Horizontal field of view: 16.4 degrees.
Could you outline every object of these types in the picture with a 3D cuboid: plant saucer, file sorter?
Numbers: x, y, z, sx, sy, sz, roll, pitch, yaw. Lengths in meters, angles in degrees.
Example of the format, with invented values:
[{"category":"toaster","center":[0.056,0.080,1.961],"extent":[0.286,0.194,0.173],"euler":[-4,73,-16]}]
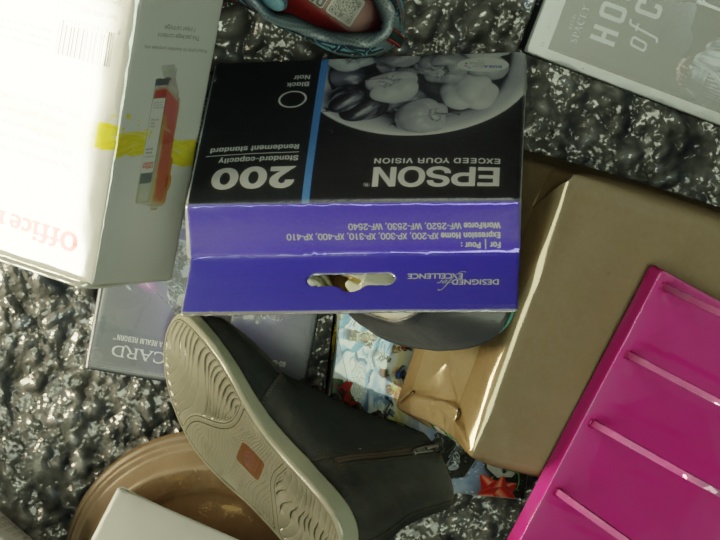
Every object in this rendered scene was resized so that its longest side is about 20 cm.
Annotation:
[{"category":"plant saucer","center":[-0.094,0.200,1.613],"extent":[0.199,0.029,0.201],"euler":[1,107,3]},{"category":"file sorter","center":[0.207,0.127,1.478],"extent":[0.139,0.125,0.200],"euler":[27,92,-31]}]

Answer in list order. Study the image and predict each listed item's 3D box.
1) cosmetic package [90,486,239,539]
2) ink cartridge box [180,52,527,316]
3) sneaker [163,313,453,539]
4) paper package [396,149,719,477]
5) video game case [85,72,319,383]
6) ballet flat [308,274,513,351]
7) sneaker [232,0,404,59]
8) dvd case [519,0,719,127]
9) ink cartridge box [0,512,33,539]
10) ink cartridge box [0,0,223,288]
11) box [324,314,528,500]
[{"category":"cosmetic package","center":[-0.080,0.227,1.521],"extent":[0.200,0.085,0.108],"euler":[23,62,9]},{"category":"ink cartridge box","center":[-0.001,-0.054,1.476],"extent":[0.197,0.200,0.043],"euler":[-1,132,6]},{"category":"sneaker","center":[-0.036,0.098,1.570],"extent":[0.200,0.106,0.075],"euler":[51,135,23]},{"category":"paper package","center":[0.152,0.038,1.555],"extent":[0.200,0.103,0.191],"euler":[16,95,-30]},{"category":"video game case","center":[-0.089,-0.023,1.596],"extent":[0.142,0.019,0.201],"euler":[10,100,-7]},{"category":"ballet flat","center":[0.000,0.000,1.505],"extent":[0.073,0.200,0.073],"euler":[-20,119,-41]},{"category":"sneaker","center":[-0.056,-0.194,1.527],"extent":[0.200,0.096,0.079],"euler":[25,97,-10]},{"category":"dvd case","center":[0.220,-0.175,1.596],"extent":[0.200,0.025,0.151],"euler":[19,98,-10]},{"category":"ink cartridge box","center":[-0.271,0.192,1.565],"extent":[0.200,0.068,0.115],"euler":[40,90,3]},{"category":"ink cartridge box","center":[-0.173,-0.103,1.505],"extent":[0.145,0.083,0.201],"euler":[17,101,33]},{"category":"box","center":[0.050,0.043,1.611],"extent":[0.136,0.040,0.201],"euler":[6,100,-6]}]
